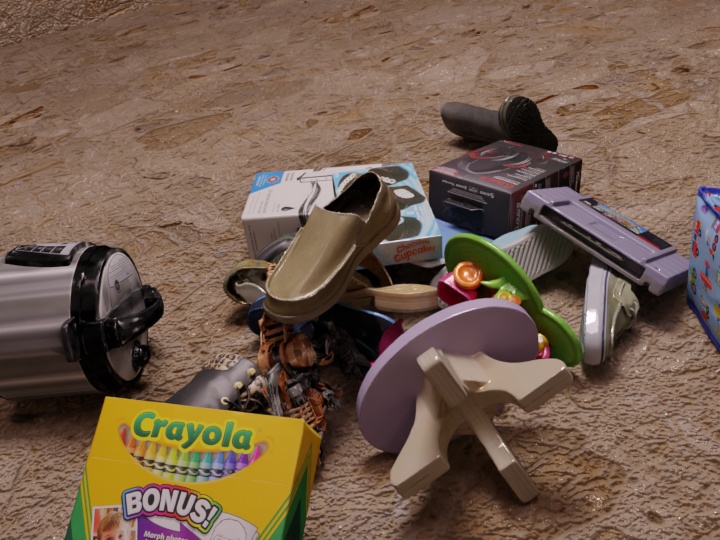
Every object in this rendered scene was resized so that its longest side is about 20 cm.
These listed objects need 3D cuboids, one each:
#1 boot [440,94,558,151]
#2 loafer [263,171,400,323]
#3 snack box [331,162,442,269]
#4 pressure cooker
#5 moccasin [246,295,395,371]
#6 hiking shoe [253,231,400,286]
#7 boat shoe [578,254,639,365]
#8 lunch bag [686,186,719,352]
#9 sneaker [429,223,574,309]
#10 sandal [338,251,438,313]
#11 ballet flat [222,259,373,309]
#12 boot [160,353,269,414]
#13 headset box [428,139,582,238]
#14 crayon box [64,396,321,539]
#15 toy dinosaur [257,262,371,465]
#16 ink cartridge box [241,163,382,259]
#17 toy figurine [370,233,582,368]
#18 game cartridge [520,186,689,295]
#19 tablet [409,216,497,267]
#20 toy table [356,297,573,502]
[{"bbox_3d":[0.213,-0.252,1.360,0.199,0.182,0.073,36,88,40],"label":"boot"},{"bbox_3d":[-0.033,-0.029,0.830,0.075,0.068,0.200,16,50,31],"label":"loafer"},{"bbox_3d":[0.030,-0.074,1.064,0.115,0.037,0.201,-8,34,-4],"label":"snack box"},{"bbox_3d":[-0.333,0.059,0.965,0.198,0.179,0.177,-5,55,5],"label":"pressure cooker"},{"bbox_3d":[-0.051,0.071,0.962,0.198,0.081,0.068,5,38,23],"label":"moccasin"},{"bbox_3d":[-0.048,-0.003,1.084,0.198,0.076,0.101,-9,28,-2],"label":"hiking shoe"},{"bbox_3d":[0.288,0.038,0.942,0.061,0.073,0.200,8,34,16],"label":"boat shoe"},{"bbox_3d":[0.406,0.023,0.856,0.093,0.152,0.201,0,32,13],"label":"lunch bag"},{"bbox_3d":[0.174,-0.002,1.053,0.198,0.075,0.082,-20,4,-10],"label":"sneaker"},{"bbox_3d":[0.004,-0.001,0.885,0.077,0.071,0.211,-8,8,-38],"label":"sandal"},{"bbox_3d":[-0.084,0.026,1.031,0.198,0.071,0.071,8,35,20],"label":"ballet flat"},{"bbox_3d":[-0.143,0.163,0.844,0.199,0.074,0.150,11,39,41],"label":"boot"},{"bbox_3d":[0.203,-0.118,1.187,0.199,0.076,0.148,-25,35,-37],"label":"headset box"},{"bbox_3d":[-0.147,0.208,0.704,0.198,0.058,0.174,3,68,18],"label":"crayon box"},{"bbox_3d":[-0.060,0.095,0.847,0.101,0.203,0.135,4,-1,24],"label":"toy dinosaur"},{"bbox_3d":[-0.061,-0.085,1.210,0.198,0.085,0.147,-5,32,6],"label":"ink cartridge box"},{"bbox_3d":[0.105,0.089,0.886,0.184,0.151,0.200,-40,66,-21],"label":"toy figurine"},{"bbox_3d":[0.307,-0.044,1.011,0.199,0.039,0.129,37,31,27],"label":"game cartridge"},{"bbox_3d":[0.100,-0.039,1.104,0.129,0.014,0.199,23,24,36],"label":"tablet"},{"bbox_3d":[0.095,0.124,0.767,0.200,0.184,0.117,-46,23,9],"label":"toy table"}]
